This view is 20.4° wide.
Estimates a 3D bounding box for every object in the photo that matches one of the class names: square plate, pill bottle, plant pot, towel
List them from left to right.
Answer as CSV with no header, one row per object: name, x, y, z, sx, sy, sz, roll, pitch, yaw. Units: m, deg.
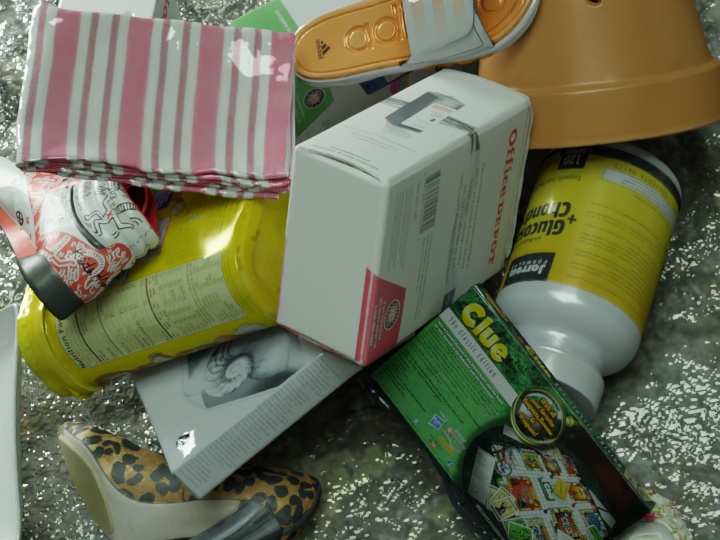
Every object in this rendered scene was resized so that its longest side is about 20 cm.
square plate,-0.316,0.149,1.503,0.200,0.028,0.199,-27,53,32
towel,-0.144,-0.126,1.438,0.199,0.030,0.147,6,56,-11
pill bottle,0.164,0.009,1.492,0.112,0.112,0.201,12,62,17
plant pot,0.176,-0.179,1.525,0.199,0.200,0.141,-4,102,8

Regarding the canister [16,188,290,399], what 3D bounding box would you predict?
canister,-0.143,0.003,1.488,0.199,0.087,0.149,-18,39,27

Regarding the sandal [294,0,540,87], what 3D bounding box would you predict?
sandal,0.033,-0.184,1.467,0.206,0.059,0.079,-18,74,19

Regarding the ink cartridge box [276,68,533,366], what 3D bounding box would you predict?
ink cartridge box,0.033,-0.043,1.419,0.085,0.146,0.200,24,32,27

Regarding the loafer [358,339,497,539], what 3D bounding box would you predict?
loafer,0.080,0.124,1.469,0.072,0.063,0.200,-43,77,12

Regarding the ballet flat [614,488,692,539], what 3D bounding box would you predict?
ballet flat,0.204,0.234,1.382,0.075,0.064,0.201,-6,59,7

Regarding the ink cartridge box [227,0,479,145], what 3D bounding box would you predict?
ink cartridge box,0.011,-0.177,1.609,0.200,0.145,0.088,-30,60,-8

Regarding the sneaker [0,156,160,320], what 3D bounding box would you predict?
sneaker,-0.213,-0.050,1.480,0.108,0.067,0.201,-36,38,-2

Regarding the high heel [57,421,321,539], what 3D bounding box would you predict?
high heel,-0.130,0.153,1.506,0.142,0.072,0.200,-24,44,-29

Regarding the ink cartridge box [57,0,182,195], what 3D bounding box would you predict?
ink cartridge box,-0.181,-0.121,1.574,0.084,0.200,0.146,0,55,10

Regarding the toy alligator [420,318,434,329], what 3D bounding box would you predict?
toy alligator,0.000,0.000,1.557,0.054,0.059,0.200,-39,49,-11

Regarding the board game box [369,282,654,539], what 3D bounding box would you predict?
board game box,0.106,0.119,1.412,0.105,0.023,0.200,-40,80,18

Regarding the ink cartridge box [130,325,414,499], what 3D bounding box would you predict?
ink cartridge box,-0.078,0.046,1.490,0.200,0.041,0.200,-38,35,2
